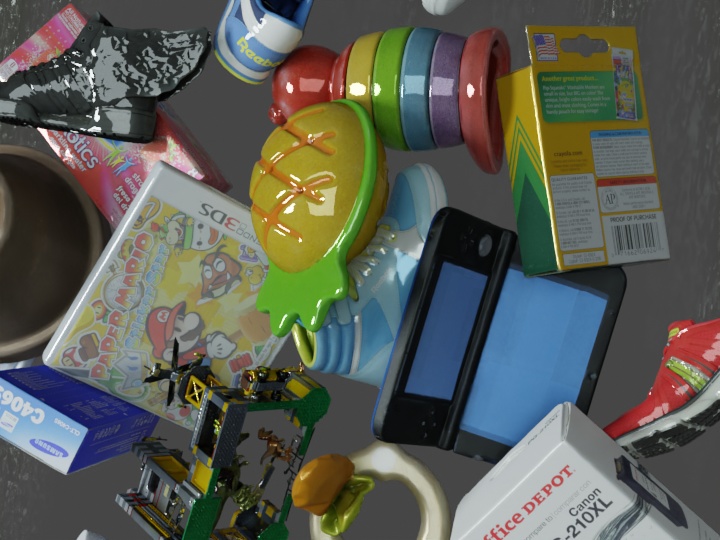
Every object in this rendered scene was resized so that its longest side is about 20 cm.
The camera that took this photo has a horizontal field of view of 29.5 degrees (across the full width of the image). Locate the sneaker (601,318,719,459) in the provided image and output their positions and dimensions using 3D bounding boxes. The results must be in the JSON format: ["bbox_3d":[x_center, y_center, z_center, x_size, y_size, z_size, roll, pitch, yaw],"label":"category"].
[{"bbox_3d":[0.279,0.087,1.158,0.200,0.077,0.085,-36,63,5],"label":"sneaker"}]

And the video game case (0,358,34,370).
[{"bbox_3d":[-0.404,0.080,1.274,0.181,0.023,0.201,30,93,8],"label":"video game case"}]

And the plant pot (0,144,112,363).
[{"bbox_3d":[-0.330,-0.029,1.175,0.199,0.175,0.202,-1,78,4],"label":"plant pot"}]

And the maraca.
[{"bbox_3d":[-0.037,-0.045,1.109,0.107,0.137,0.201,20,70,-33],"label":"maraca"}]

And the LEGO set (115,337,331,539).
[{"bbox_3d":[-0.125,0.151,1.179,0.116,0.153,0.201,32,118,41],"label":"LEGO set"}]

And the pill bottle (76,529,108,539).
[{"bbox_3d":[-0.160,0.298,1.144,0.199,0.112,0.113,29,93,-13],"label":"pill bottle"}]

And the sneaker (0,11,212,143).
[{"bbox_3d":[-0.229,-0.166,1.140,0.198,0.060,0.105,9,89,3],"label":"sneaker"}]

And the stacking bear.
[{"bbox_3d":[0.020,-0.155,1.178,0.199,0.114,0.122,3,77,16],"label":"stacking bear"}]

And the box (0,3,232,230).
[{"bbox_3d":[-0.216,-0.125,1.214,0.095,0.100,0.200,-39,83,6],"label":"box"}]

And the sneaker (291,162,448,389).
[{"bbox_3d":[0.000,0.000,1.166,0.130,0.079,0.201,9,89,-21],"label":"sneaker"}]

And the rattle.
[{"bbox_3d":[0.032,0.242,1.149,0.130,0.143,0.201,-23,78,-11],"label":"rattle"}]

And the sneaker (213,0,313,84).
[{"bbox_3d":[-0.073,-0.259,1.179,0.074,0.082,0.201,18,60,-31],"label":"sneaker"}]

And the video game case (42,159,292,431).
[{"bbox_3d":[-0.146,0.032,1.179,0.181,0.023,0.201,28,101,-25],"label":"video game case"}]

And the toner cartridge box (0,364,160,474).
[{"bbox_3d":[-0.242,0.120,1.159,0.095,0.200,0.043,27,93,9],"label":"toner cartridge box"}]

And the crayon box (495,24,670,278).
[{"bbox_3d":[0.184,-0.100,1.145,0.125,0.051,0.201,-6,87,-32],"label":"crayon box"}]

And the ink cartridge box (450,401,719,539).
[{"bbox_3d":[0.191,0.230,1.117,0.200,0.084,0.145,42,110,-3],"label":"ink cartridge box"}]

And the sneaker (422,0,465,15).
[{"bbox_3d":[0.156,-0.269,1.172,0.199,0.080,0.130,-44,74,-5],"label":"sneaker"}]

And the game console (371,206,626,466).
[{"bbox_3d":[0.119,0.066,1.149,0.118,0.170,0.201,17,90,32],"label":"game console"}]
